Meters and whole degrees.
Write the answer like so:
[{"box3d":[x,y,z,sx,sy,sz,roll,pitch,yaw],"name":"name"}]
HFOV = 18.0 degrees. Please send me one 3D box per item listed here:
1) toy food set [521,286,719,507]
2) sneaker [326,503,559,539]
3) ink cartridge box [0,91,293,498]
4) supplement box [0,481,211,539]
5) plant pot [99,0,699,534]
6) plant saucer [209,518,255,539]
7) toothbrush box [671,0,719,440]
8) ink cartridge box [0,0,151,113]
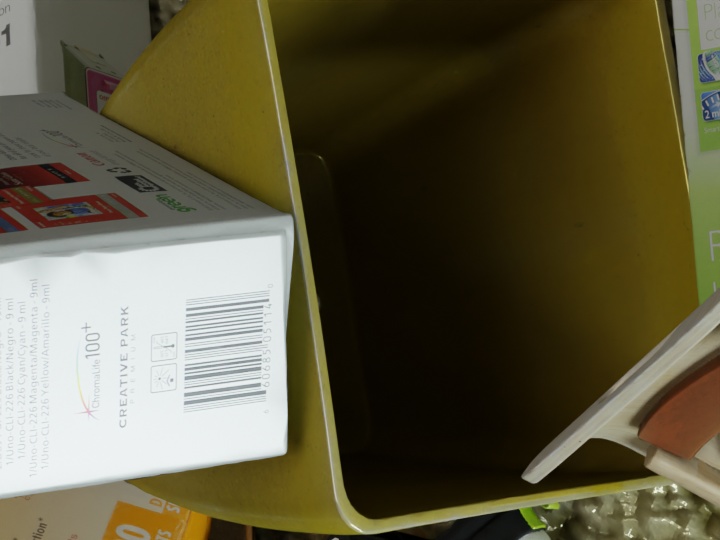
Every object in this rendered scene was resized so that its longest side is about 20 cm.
[{"box3d":[0.169,0.079,0.727,0.200,0.060,0.144,29,144,-7],"name":"toy food set"},{"box3d":[0.001,0.141,0.932,0.200,0.072,0.083,-24,75,24],"name":"sneaker"},{"box3d":[-0.144,0.004,0.762,0.200,0.175,0.084,30,121,58],"name":"ink cartridge box"},{"box3d":[-0.170,0.111,0.915,0.200,0.126,0.074,13,135,4],"name":"supplement box"},{"box3d":[0.000,0.000,0.863,0.176,0.200,0.201,-18,79,49],"name":"plant pot"},{"box3d":[-0.116,0.115,1.033,0.200,0.035,0.201,0,90,37],"name":"plant saucer"},{"box3d":[0.193,-0.046,0.778,0.145,0.086,0.201,-6,85,36],"name":"toothbrush box"},{"box3d":[-0.165,-0.036,1.011,0.144,0.085,0.200,-22,61,33],"name":"ink cartridge box"}]
